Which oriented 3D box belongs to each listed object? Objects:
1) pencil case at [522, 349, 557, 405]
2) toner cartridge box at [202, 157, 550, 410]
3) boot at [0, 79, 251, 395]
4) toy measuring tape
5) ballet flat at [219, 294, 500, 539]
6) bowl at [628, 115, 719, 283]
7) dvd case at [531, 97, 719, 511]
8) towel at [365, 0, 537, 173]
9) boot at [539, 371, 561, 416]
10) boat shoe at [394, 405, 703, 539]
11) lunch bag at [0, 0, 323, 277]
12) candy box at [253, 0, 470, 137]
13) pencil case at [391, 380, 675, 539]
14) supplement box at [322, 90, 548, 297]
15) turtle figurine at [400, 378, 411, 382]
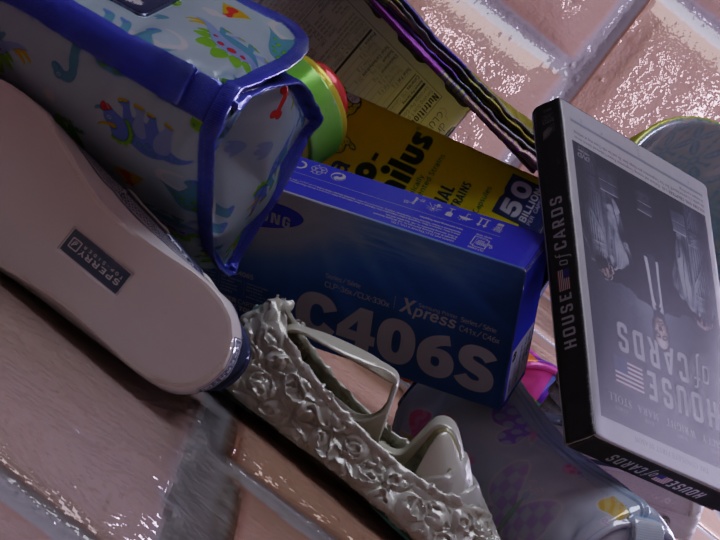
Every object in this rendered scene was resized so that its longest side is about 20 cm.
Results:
[{"bbox_3d":[0.081,0.061,1.673,0.088,0.089,0.200,34,9,-31],"label":"pencil case"},{"bbox_3d":[0.000,0.000,1.270,0.199,0.096,0.043,18,33,16],"label":"toner cartridge box"},{"bbox_3d":[-0.135,-0.013,1.087,0.200,0.073,0.090,45,-2,7],"label":"boot"},{"bbox_3d":[-0.054,-0.123,1.295,0.074,0.073,0.201,-127,-165,-67],"label":"toy measuring tape"},{"bbox_3d":[0.010,0.087,1.162,0.200,0.072,0.072,39,6,-3],"label":"ballet flat"},{"bbox_3d":[0.184,0.015,1.413,0.200,0.201,0.107,35,-32,-28],"label":"bowl"},{"bbox_3d":[0.154,0.020,1.263,0.150,0.025,0.202,25,52,-45],"label":"dvd case"},{"bbox_3d":[0.049,-0.136,1.396,0.200,0.023,0.144,46,8,-7],"label":"towel"},{"bbox_3d":[0.168,0.116,1.538,0.070,0.132,0.200,41,7,30],"label":"boot"},{"bbox_3d":[0.113,0.132,1.399,0.200,0.087,0.075,10,4,15],"label":"boat shoe"},{"bbox_3d":[-0.119,-0.096,1.129,0.169,0.128,0.200,28,-4,10],"label":"lunch bag"},{"bbox_3d":[-0.043,-0.153,1.496,0.200,0.072,0.168,43,-8,-22],"label":"candy box"},{"bbox_3d":[0.095,0.124,1.262,0.083,0.091,0.200,33,9,-37],"label":"pencil case"},{"bbox_3d":[0.012,-0.023,1.397,0.199,0.109,0.110,25,-25,14],"label":"supplement box"},{"bbox_3d":[-0.017,0.001,1.611,0.161,0.065,0.200,34,8,-33],"label":"turtle figurine"}]
